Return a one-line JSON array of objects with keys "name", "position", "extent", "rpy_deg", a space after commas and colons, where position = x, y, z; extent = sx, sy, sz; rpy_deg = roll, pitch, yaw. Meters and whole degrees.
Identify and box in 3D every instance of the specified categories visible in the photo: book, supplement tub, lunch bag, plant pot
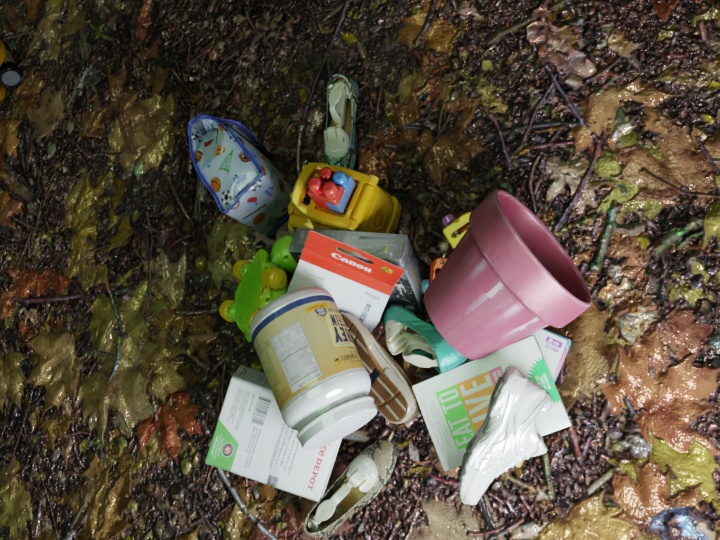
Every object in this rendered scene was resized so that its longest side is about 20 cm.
[{"name": "book", "position": [0.192, 0.197, 0.921], "extent": [0.196, 0.048, 0.136], "rpy_deg": [-26, 75, 15]}, {"name": "supplement tub", "position": [-0.069, 0.144, 0.923], "extent": [0.143, 0.144, 0.203], "rpy_deg": [-32, 68, 12]}, {"name": "lunch bag", "position": [-0.222, -0.187, 1.153], "extent": [0.124, 0.170, 0.201], "rpy_deg": [-42, 66, 5]}, {"name": "plant pot", "position": [0.194, 0.022, 0.879], "extent": [0.179, 0.198, 0.202], "rpy_deg": [-44, 65, 26]}]

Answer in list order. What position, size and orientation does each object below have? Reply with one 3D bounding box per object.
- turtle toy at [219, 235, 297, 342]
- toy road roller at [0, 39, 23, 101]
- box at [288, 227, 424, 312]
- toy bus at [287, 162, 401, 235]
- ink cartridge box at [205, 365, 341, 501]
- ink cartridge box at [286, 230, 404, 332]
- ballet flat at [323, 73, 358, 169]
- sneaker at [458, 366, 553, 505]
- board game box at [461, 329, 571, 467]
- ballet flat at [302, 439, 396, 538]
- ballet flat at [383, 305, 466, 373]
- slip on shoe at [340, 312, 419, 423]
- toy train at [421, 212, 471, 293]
[{"name": "turtle toy", "position": [-0.162, 0.031, 1.115], "extent": [0.144, 0.100, 0.205], "rpy_deg": [11, 81, 49]}, {"name": "toy road roller", "position": [-0.961, -0.501, 1.547], "extent": [0.199, 0.146, 0.124], "rpy_deg": [-40, 66, 10]}, {"name": "box", "position": [0.000, 0.000, 1.023], "extent": [0.195, 0.159, 0.049], "rpy_deg": [5, 60, 23]}, {"name": "toy bus", "position": [-0.053, -0.117, 1.048], "extent": [0.196, 0.192, 0.138], "rpy_deg": [19, 78, 27]}, {"name": "ink cartridge box", "position": [-0.132, 0.263, 1.012], "extent": [0.195, 0.084, 0.149], "rpy_deg": [20, 95, -2]}, {"name": "ink cartridge box", "position": [-0.031, 0.027, 0.983], "extent": [0.157, 0.201, 0.048], "rpy_deg": [22, 63, -4]}, {"name": "ballet flat", "position": [-0.043, -0.270, 1.153], "extent": [0.072, 0.074, 0.206], "rpy_deg": [-4, 77, 21]}, {"name": "sneaker", "position": [0.203, 0.243, 0.855], "extent": [0.098, 0.078, 0.204], "rpy_deg": [25, 99, 10]}, {"name": "board game box", "position": [0.216, 0.172, 0.960], "extent": [0.150, 0.040, 0.204], "rpy_deg": [23, 88, 25]}, {"name": "ballet flat", "position": [-0.019, 0.356, 0.998], "extent": [0.200, 0.075, 0.068], "rpy_deg": [-48, 65, 6]}, {"name": "ballet flat", "position": [0.080, 0.107, 0.973], "extent": [0.070, 0.069, 0.198], "rpy_deg": [-29, 27, -26]}, {"name": "slip on shoe", "position": [0.023, 0.150, 0.985], "extent": [0.200, 0.060, 0.077], "rpy_deg": [47, 114, 24]}, {"name": "toy train", "position": [0.195, -0.019, 1.004], "extent": [0.195, 0.055, 0.155], "rpy_deg": [-7, 80, 19]}]
